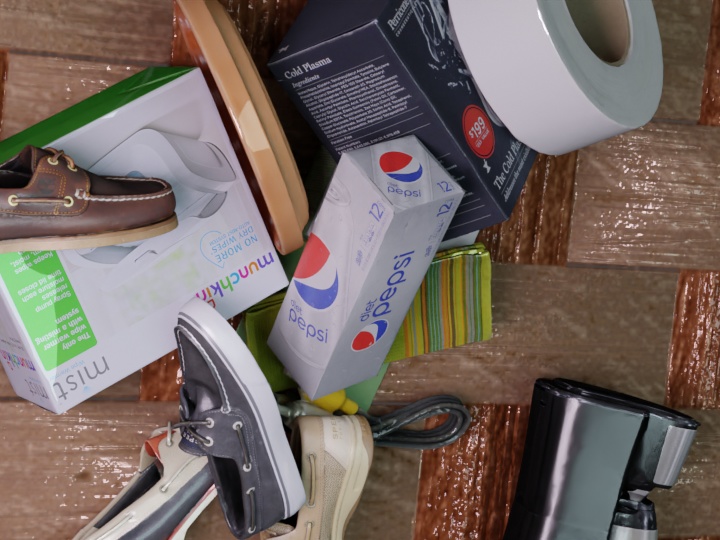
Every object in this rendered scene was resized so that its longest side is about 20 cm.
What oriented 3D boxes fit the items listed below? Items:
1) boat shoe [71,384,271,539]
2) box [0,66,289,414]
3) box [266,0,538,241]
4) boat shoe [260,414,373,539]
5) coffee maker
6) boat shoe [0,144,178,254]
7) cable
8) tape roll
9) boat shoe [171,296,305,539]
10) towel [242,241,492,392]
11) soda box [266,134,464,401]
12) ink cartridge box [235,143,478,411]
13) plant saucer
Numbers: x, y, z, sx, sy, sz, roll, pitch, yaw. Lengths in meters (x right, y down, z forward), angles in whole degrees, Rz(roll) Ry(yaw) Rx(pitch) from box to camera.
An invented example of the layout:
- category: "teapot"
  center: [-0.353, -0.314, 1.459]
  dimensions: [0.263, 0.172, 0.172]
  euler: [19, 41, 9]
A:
- category: "boat shoe"
  center: [-0.140, 0.151, 1.443]
  dimensions: [0.063, 0.071, 0.200]
  euler: [40, 74, -15]
- category: "box"
  center: [-0.181, -0.025, 1.379]
  dimensions: [0.199, 0.097, 0.177]
  euler: [-29, 108, -23]
- category: "box"
  center: [0.051, -0.150, 1.434]
  dimensions: [0.182, 0.104, 0.200]
  euler: [53, 39, -24]
- category: "boat shoe"
  center: [-0.047, 0.197, 1.486]
  dimensions: [0.064, 0.071, 0.201]
  euler: [7, 112, -22]
- category: "coffee maker"
  center: [0.167, 0.193, 1.582]
  dimensions: [0.191, 0.135, 0.201]
  euler: [11, 91, -29]
- category: "boat shoe"
  center: [-0.213, -0.046, 1.262]
  dimensions: [0.199, 0.070, 0.071]
  euler: [-8, 104, -28]
- category: "cable"
  center: [0.001, 0.131, 1.525]
  dimensions: [0.199, 0.050, 0.098]
  euler: [14, 107, -32]
- category: "tape roll"
  center: [0.144, -0.190, 1.426]
  dimensions: [0.202, 0.071, 0.203]
  euler: [29, 52, -45]
- category: "boat shoe"
  center: [-0.099, 0.111, 1.368]
  dimensions: [0.066, 0.070, 0.201]
  euler: [-37, 133, -23]
- category: "towel"
  center: [0.009, 0.040, 1.501]
  dimensions: [0.199, 0.018, 0.086]
  euler: [-14, 120, -13]
- category: "soda box"
  center: [0.000, 0.000, 1.382]
  dimensions: [0.068, 0.064, 0.200]
  euler: [-18, 147, -36]
- category: "ink cartridge box"
  center: [0.003, -0.002, 1.512]
  dimensions: [0.145, 0.048, 0.201]
  euler: [28, 81, -30]
- category: "plant saucer"
  center: [-0.081, -0.108, 1.361]
  dimensions: [0.032, 0.200, 0.201]
  euler: [-23, 109, -5]
